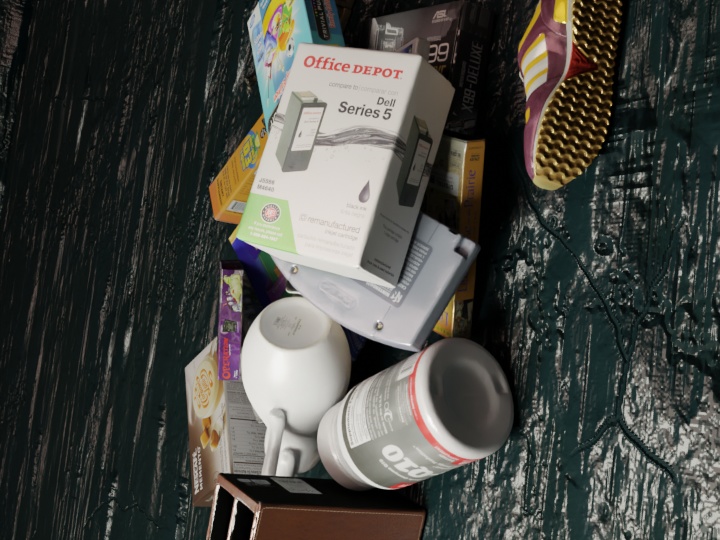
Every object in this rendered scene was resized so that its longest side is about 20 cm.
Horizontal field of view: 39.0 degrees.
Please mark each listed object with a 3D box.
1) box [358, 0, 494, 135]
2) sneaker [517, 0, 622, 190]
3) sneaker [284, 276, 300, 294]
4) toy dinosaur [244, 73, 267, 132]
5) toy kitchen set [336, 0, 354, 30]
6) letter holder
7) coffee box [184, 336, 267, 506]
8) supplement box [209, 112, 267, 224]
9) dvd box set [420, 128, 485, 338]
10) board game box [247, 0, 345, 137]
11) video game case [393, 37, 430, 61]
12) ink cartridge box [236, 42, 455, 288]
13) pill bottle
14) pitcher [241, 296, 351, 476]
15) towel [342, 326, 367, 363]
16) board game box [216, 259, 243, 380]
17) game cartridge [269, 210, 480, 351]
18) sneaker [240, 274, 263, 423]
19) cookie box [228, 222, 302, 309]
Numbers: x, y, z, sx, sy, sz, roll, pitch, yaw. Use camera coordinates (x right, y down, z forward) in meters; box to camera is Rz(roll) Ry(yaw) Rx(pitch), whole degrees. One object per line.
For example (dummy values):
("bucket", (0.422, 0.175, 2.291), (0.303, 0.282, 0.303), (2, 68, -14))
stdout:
("box", (0.060, -0.210, 1.147), (0.199, 0.049, 0.160), (12, 92, 57))
("sneaker", (0.182, -0.171, 0.937), (0.090, 0.074, 0.203), (5, 79, 66))
("sneaker", (0.000, 0.000, 1.050), (0.198, 0.079, 0.075), (-15, 83, 44))
("toy dinosaur", (-0.100, -0.232, 1.325), (0.201, 0.087, 0.048), (56, 159, 12))
("toy kitchen set", (-0.043, -0.377, 1.257), (0.181, 0.161, 0.202), (49, 122, 51))
("letter holder", (-0.051, 0.294, 1.038), (0.100, 0.198, 0.144), (13, 92, 58))
("coffee box", (-0.175, 0.204, 1.372), (0.114, 0.079, 0.203), (-41, 48, 45))
("supplement box", (-0.142, -0.148, 1.438), (0.200, 0.068, 0.067), (-45, 48, 40))
("dvd box set", (0.070, -0.046, 1.052), (0.146, 0.029, 0.203), (26, 118, 56))
("board game box", (-0.076, -0.262, 1.215), (0.151, 0.046, 0.203), (-47, 48, 51))
("video game case", (0.012, -0.149, 1.083), (0.199, 0.018, 0.146), (-12, 68, 65))
("ink cartridge box", (-0.013, -0.102, 0.958), (0.144, 0.084, 0.203), (13, 83, 31))
("pill bottle", (0.048, 0.150, 1.005), (0.199, 0.113, 0.116), (-35, 53, 49))
("pitcher", (-0.076, 0.146, 1.112), (0.173, 0.119, 0.202), (-70, -13, -47))
("towel", (-0.060, 0.098, 1.276), (0.201, 0.024, 0.146), (-57, 39, 31))
("board game box", (-0.152, 0.052, 1.181), (0.200, 0.032, 0.122), (-161, 69, -81))
("game cartridge", (0.006, -0.011, 0.990), (0.199, 0.040, 0.134), (32, 87, 33))
("sneaker", (-0.135, 0.098, 1.302), (0.082, 0.074, 0.202), (-40, 51, 40))
("cookie box", (-0.062, -0.036, 1.240), (0.172, 0.075, 0.201), (-53, 40, 17))
